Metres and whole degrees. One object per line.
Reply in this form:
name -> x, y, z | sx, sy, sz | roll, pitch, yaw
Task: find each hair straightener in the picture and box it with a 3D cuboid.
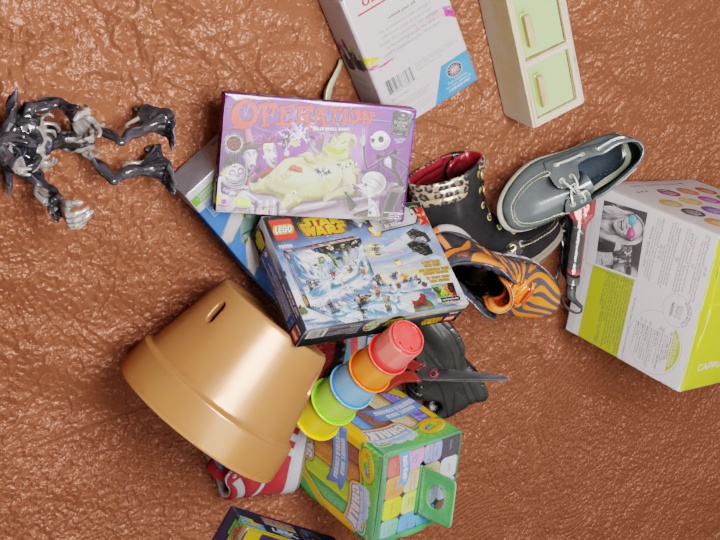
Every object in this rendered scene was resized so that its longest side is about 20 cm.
hair straightener -> 0.268, -0.047, 1.437 | 0.041, 0.077, 0.202 | 2, 89, -2

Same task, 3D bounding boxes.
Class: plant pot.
plant pot -> -0.131, 0.104, 1.220 | 0.200, 0.200, 0.140 | 38, 90, -35

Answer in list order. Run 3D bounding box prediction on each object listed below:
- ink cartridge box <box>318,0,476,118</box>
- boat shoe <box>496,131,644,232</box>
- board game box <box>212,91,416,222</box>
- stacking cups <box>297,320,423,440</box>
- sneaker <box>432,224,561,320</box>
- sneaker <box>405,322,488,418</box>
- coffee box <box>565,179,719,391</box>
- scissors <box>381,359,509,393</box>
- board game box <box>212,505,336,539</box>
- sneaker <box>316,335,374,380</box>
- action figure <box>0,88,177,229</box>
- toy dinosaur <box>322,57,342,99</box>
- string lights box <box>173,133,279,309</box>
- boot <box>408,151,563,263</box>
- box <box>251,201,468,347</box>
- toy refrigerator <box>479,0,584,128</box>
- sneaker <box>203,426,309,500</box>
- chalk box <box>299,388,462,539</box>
ink cartridge box -> 0.032, -0.264, 1.223 | 0.115, 0.068, 0.201 | -33, 124, -13
boat shoe -> 0.246, -0.106, 1.349 | 0.199, 0.062, 0.073 | -29, 104, -22
board game box -> -0.046, -0.114, 1.179 | 0.199, 0.032, 0.121 | 2, 101, -16
stacking cups -> -0.001, 0.111, 1.231 | 0.060, 0.061, 0.200 | 9, 143, -31
sneaker -> 0.161, 0.025, 1.316 | 0.199, 0.112, 0.078 | 21, 108, -27
sneaker -> 0.085, 0.110, 1.419 | 0.090, 0.076, 0.201 | -33, 122, -5
coffee box -> 0.408, 0.011, 1.454 | 0.199, 0.197, 0.201 | -6, 115, -37
scissors -> 0.074, 0.126, 1.363 | 0.074, 0.199, 0.014 | -70, 157, -5
board game box -> -0.133, 0.406, 1.441 | 0.165, 0.057, 0.201 | 26, 98, -32
sneaker -> 0.002, 0.042, 1.350 | 0.095, 0.079, 0.201 | 11, 105, -51
action figure -> -0.272, -0.111, 1.108 | 0.199, 0.102, 0.119 | -7, 126, -28
toy dinosaur -> -0.026, -0.118, 1.252 | 0.047, 0.088, 0.201 | -1, 114, 3
string lights box -> -0.103, -0.054, 1.248 | 0.103, 0.059, 0.200 | -44, 125, -8
boot -> 0.145, -0.068, 1.373 | 0.199, 0.073, 0.151 | -20, 120, -13
box -> 0.000, 0.000, 1.216 | 0.199, 0.138, 0.040 | -7, 150, -31
toy refrigerator -> 0.190, -0.269, 1.306 | 0.076, 0.070, 0.201 | -27, 122, -16
sneaker -> -0.119, 0.179, 1.338 | 0.112, 0.071, 0.201 | -6, 117, -30
chalk box -> 0.031, 0.228, 1.350 | 0.123, 0.200, 0.126 | -11, 117, -37
